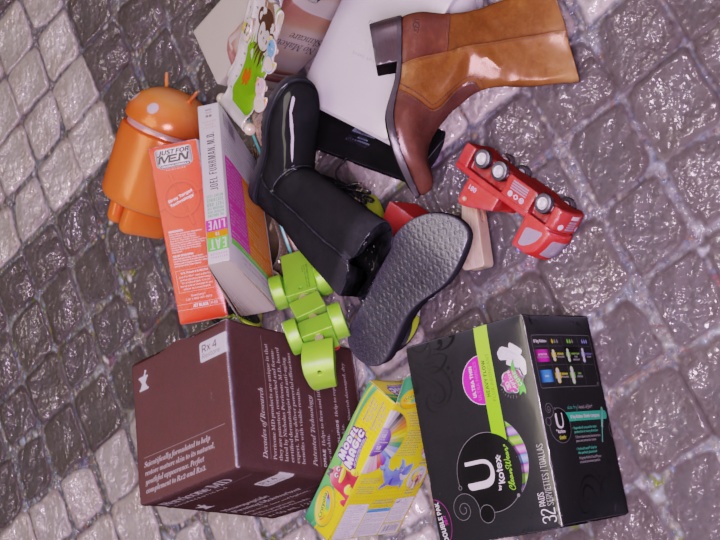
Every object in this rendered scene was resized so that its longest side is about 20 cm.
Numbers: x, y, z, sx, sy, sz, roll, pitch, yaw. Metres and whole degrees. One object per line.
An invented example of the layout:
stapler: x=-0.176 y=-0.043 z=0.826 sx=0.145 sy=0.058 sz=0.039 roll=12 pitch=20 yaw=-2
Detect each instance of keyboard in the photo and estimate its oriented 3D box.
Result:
keyboard: x=-0.007 y=-0.130 z=1.540 sx=0.200 sy=0.021 sz=0.127 roll=23 pitch=66 yaw=39

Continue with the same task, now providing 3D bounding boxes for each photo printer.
photo printer: x=0.037 y=-0.245 z=1.499 sx=0.166 sy=0.069 sz=0.201 roll=32 pitch=99 yaw=41

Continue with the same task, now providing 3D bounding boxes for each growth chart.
growth chart: x=-0.115 y=-0.255 z=1.519 sx=0.145 sy=0.018 sz=0.201 roll=33 pitch=111 yaw=63

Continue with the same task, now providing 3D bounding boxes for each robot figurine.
robot figurine: x=-0.255 y=-0.143 z=1.733 sx=0.116 sy=0.144 sz=0.201 roll=21 pitch=104 yaw=0

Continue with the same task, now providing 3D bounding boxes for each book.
book: x=-0.141 y=-0.068 z=1.540 sx=0.048 sy=0.134 sz=0.201 roll=-12 pitch=61 yaw=9

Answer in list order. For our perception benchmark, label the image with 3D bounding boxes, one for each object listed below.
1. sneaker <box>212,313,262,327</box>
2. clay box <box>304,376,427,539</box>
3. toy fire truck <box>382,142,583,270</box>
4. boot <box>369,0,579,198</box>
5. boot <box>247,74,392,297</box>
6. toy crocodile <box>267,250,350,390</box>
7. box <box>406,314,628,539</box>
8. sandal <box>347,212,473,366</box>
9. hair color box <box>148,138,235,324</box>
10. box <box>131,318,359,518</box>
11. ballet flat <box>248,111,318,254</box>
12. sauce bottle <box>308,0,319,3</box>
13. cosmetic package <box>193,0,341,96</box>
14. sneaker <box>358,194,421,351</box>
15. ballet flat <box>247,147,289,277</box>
sneaker: x=-0.160 y=-0.010 z=1.675 sx=0.075 sy=0.076 sz=0.201 roll=-19 pitch=92 yaw=26
clay box: x=0.030 y=0.188 z=1.459 sx=0.048 sy=0.115 sz=0.201 roll=37 pitch=110 yaw=37
toy fire truck: x=0.124 y=-0.052 z=1.436 sx=0.200 sy=0.049 sz=0.141 roll=41 pitch=114 yaw=35
boot: x=0.121 y=-0.180 z=1.403 sx=0.199 sy=0.068 sz=0.189 roll=-9 pitch=82 yaw=2
boot: x=-0.037 y=-0.089 z=1.452 sx=0.200 sy=0.065 sz=0.165 roll=48 pitch=134 yaw=43
toy crocodile: x=-0.054 y=0.046 z=1.498 sx=0.067 sy=0.062 sz=0.200 roll=-20 pitch=39 yaw=-1
box: x=0.151 y=0.155 z=1.348 sx=0.148 sy=0.124 sz=0.201 roll=-20 pitch=75 yaw=38
sandal: x=0.050 y=0.013 z=1.446 sx=0.076 sy=0.043 sz=0.200 roll=47 pitch=122 yaw=17
hair color box: x=-0.183 y=-0.045 z=1.581 sx=0.061 sy=0.102 sz=0.201 roll=-11 pitch=91 yaw=10
box: x=-0.121 y=0.170 z=1.526 sx=0.166 sy=0.200 sz=0.165 roll=-25 pitch=62 yaw=38
ballet flat: x=-0.076 y=-0.108 z=1.610 sx=0.067 sy=0.068 sz=0.201 roll=-21 pitch=73 yaw=10
sauce bottle: x=0.007 y=-0.369 z=1.489 sx=0.066 sy=0.066 sz=0.200 roll=32 pitch=74 yaw=38
cosmetic package: x=-0.088 y=-0.302 z=1.606 sx=0.200 sy=0.103 sz=0.088 roll=-42 pitch=61 yaw=33
sneaker: x=0.000 y=0.000 z=1.520 sx=0.074 sy=0.081 sz=0.201 roll=-39 pitch=63 yaw=33
ballet flat: x=-0.116 y=-0.053 z=1.649 sx=0.067 sy=0.046 sz=0.201 roll=-21 pitch=73 yaw=39
